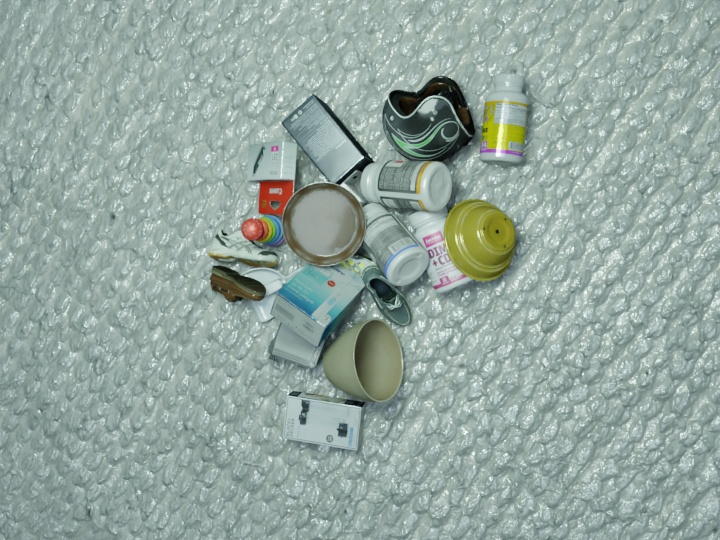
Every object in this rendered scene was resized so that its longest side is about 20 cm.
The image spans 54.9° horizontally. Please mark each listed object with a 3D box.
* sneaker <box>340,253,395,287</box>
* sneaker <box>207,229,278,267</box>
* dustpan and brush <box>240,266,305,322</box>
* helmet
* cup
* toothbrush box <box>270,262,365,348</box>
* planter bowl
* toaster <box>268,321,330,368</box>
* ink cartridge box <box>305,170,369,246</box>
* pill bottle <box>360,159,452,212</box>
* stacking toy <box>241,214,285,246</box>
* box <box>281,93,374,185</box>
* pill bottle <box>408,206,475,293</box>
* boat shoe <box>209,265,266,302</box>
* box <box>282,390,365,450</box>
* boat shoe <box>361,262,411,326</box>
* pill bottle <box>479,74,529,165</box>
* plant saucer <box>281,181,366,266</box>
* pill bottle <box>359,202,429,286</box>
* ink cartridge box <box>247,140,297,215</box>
[{"bbox_3d":[0.000,0.000,1.736,0.199,0.075,0.077,21,96,11],"label":"sneaker"},{"bbox_3d":[-0.298,-0.062,1.778,0.199,0.076,0.088,9,73,20],"label":"sneaker"},{"bbox_3d":[-0.212,0.036,1.785,0.199,0.057,0.140,-27,87,11],"label":"dustpan and brush"},{"bbox_3d":[0.152,-0.348,1.633,0.190,0.200,0.201,-22,88,26],"label":"helmet"},{"bbox_3d":[-0.008,0.225,1.705,0.143,0.200,0.201,-11,91,37],"label":"cup"},{"bbox_3d":[-0.099,0.066,1.677,0.146,0.200,0.085,35,134,10],"label":"toothbrush box"},{"bbox_3d":[0.300,-0.082,1.617,0.199,0.083,0.202,6,76,-24],"label":"planter bowl"},{"bbox_3d":[-0.147,0.162,1.753,0.129,0.114,0.201,21,95,7],"label":"toaster"},{"bbox_3d":[-0.049,-0.152,1.716,0.200,0.116,0.068,-44,85,10],"label":"ink cartridge box"},{"bbox_3d":[0.105,-0.202,1.630,0.199,0.116,0.117,11,95,39],"label":"pill bottle"},{"bbox_3d":[-0.237,-0.100,1.712,0.085,0.200,0.086,0,93,10],"label":"stacking toy"},{"bbox_3d":[-0.077,-0.312,1.698,0.107,0.148,0.200,-40,85,10],"label":"box"},{"bbox_3d":[0.196,-0.056,1.675,0.113,0.113,0.201,-23,88,11],"label":"pill bottle"},{"bbox_3d":[-0.314,0.048,1.777,0.200,0.072,0.068,25,105,42],"label":"boat shoe"},{"bbox_3d":[-0.094,0.385,1.779,0.199,0.060,0.117,8,94,11],"label":"box"},{"bbox_3d":[0.066,0.071,1.694,0.073,0.062,0.200,-31,118,6],"label":"boat shoe"},{"bbox_3d":[0.341,-0.354,1.638,0.104,0.104,0.201,6,93,10],"label":"pill bottle"},{"bbox_3d":[-0.086,-0.111,1.647,0.199,0.032,0.201,0,104,1],"label":"plant saucer"},{"bbox_3d":[0.067,-0.067,1.664,0.114,0.114,0.200,-44,53,10],"label":"pill bottle"},{"bbox_3d":[-0.225,-0.227,1.721,0.043,0.200,0.175,2,94,-33],"label":"ink cartridge box"}]
